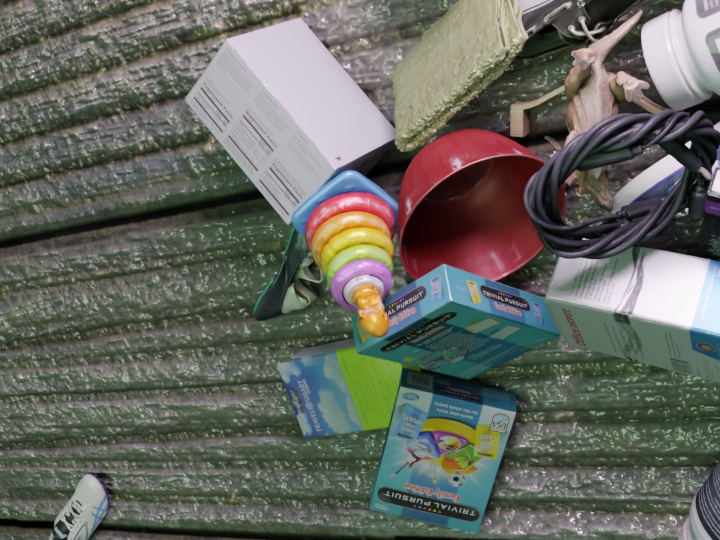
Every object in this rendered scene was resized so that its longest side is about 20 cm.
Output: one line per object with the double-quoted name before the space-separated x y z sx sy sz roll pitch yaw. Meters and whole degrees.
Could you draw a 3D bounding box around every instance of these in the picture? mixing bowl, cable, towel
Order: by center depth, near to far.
"cable" 0.253 -0.081 1.010 0.164 0.197 0.051 98 162 -47
"towel" 0.105 -0.231 1.168 0.036 0.150 0.200 28 131 -28
"mixing bowl" 0.120 -0.085 1.196 0.201 0.198 0.109 -58 39 34

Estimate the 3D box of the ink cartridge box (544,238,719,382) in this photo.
"ink cartridge box" 0.313 0.042 1.125 0.198 0.145 0.085 13 72 27

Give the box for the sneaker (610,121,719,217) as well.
"sneaker" 0.371 -0.065 1.091 0.199 0.080 0.147 -36 84 31

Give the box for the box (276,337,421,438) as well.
"box" -0.008 0.157 1.438 0.198 0.048 0.123 -14 101 34

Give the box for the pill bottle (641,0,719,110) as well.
"pill bottle" 0.377 -0.233 1.000 0.199 0.113 0.114 -20 98 36

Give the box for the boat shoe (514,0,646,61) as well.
"boat shoe" 0.229 -0.260 1.075 0.199 0.070 0.064 -11 64 59

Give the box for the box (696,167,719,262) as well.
"box" 0.406 -0.021 1.036 0.141 0.036 0.201 18 158 20

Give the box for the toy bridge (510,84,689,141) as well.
"toy bridge" 0.259 -0.175 1.151 0.198 0.027 0.068 8 112 29

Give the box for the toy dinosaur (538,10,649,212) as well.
"toy dinosaur" 0.233 -0.161 1.071 0.085 0.136 0.203 7 99 3

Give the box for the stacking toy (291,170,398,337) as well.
"stacking toy" 0.000 0.000 1.173 0.109 0.201 0.116 -37 132 22

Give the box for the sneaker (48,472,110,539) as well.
"sneaker" -0.494 0.432 1.840 0.072 0.072 0.201 39 123 14

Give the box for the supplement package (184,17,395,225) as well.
"supplement package" -0.080 -0.185 1.280 0.201 0.155 0.111 50 128 5

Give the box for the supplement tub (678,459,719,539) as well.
"supplement tub" 0.444 0.252 1.135 0.140 0.140 0.202 32 123 17

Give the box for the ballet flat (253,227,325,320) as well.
"ballet flat" -0.083 0.007 1.415 0.073 0.073 0.201 37 122 14

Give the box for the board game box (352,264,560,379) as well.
"board game box" 0.113 0.065 1.236 0.150 0.199 0.047 -31 55 37

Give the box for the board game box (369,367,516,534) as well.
"board game box" 0.104 0.236 1.366 0.149 0.047 0.202 12 117 0
